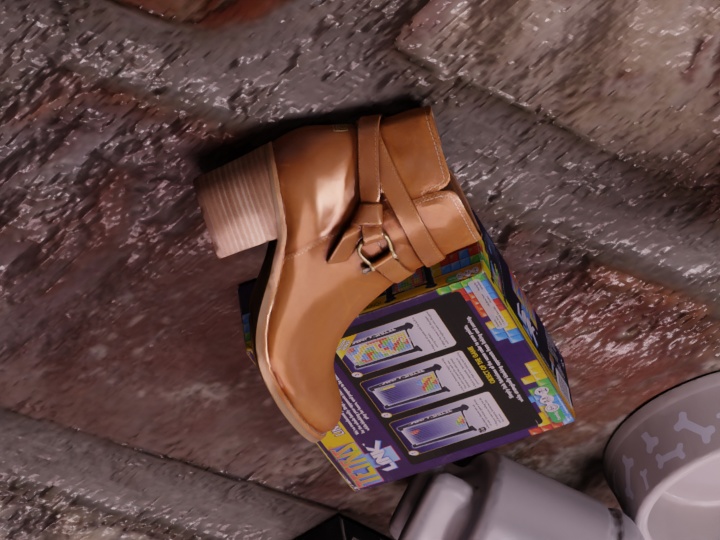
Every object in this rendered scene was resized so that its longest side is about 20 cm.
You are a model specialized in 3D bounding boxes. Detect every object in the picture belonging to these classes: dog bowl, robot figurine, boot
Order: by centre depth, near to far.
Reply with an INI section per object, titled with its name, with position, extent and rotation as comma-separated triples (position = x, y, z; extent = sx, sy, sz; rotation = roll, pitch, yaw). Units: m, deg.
[boot]
position = 0.000, 0.000, 1.745
extent = 0.154, 0.077, 0.201
rotation = -18, 111, 2
[robot figurine]
position = 0.121, 0.203, 2.027
extent = 0.199, 0.170, 0.113
rotation = 25, 101, -12
[dog bowl]
position = 0.277, 0.147, 2.067
extent = 0.199, 0.059, 0.201
rotation = -7, 145, -5

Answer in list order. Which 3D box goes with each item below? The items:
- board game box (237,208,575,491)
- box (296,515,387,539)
[board game box]
position = 0.033, 0.055, 1.880
extent = 0.164, 0.057, 0.200
rotation = -17, 144, 12
[box]
position = -0.021, 0.275, 2.174
extent = 0.193, 0.048, 0.200
rotation = -35, 137, 26
